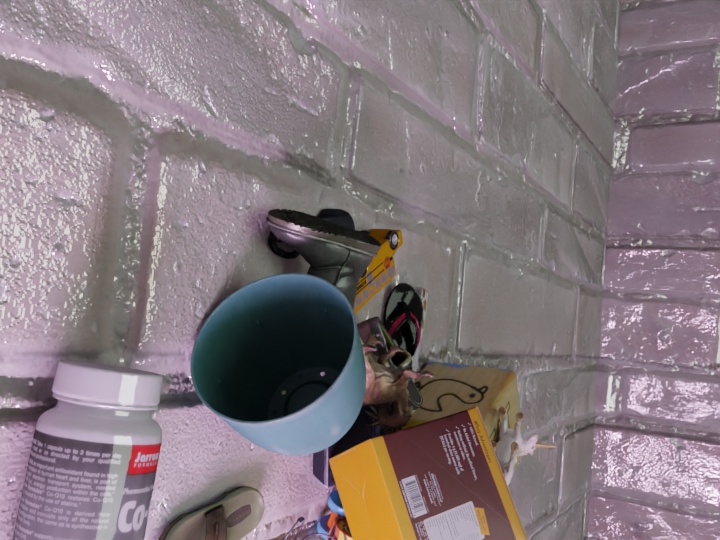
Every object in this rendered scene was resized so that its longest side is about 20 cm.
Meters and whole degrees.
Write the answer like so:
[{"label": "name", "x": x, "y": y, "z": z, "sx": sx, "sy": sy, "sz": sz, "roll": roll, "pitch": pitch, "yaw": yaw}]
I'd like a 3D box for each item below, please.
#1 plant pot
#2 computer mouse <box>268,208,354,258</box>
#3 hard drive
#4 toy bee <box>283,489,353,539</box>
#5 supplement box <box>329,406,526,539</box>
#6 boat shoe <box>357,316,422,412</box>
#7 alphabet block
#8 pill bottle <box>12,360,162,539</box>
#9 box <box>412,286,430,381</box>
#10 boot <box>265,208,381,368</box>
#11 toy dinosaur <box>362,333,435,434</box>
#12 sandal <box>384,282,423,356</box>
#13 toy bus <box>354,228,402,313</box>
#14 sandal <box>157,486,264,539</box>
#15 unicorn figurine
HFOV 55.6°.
[{"label": "plant pot", "x": -0.083, "y": 0.131, "z": 0.837, "sx": 0.161, "sy": 0.199, "sz": 0.201, "roll": 69, "pitch": 37, "yaw": -49}, {"label": "computer mouse", "x": -0.063, "y": -0.054, "z": 0.998, "sx": 0.200, "sy": 0.034, "sz": 0.059, "roll": -23, "pitch": 113, "yaw": -56}, {"label": "hard drive", "x": -0.011, "y": 0.258, "z": 1.099, "sx": 0.200, "sy": 0.042, "sz": 0.136, "roll": -4, "pitch": 96, "yaw": -59}, {"label": "toy bee", "x": -0.018, "y": 0.396, "z": 1.031, "sx": 0.200, "sy": 0.108, "sz": 0.132, "roll": -36, "pitch": 148, "yaw": -46}, {"label": "supplement box", "x": 0.094, "y": 0.327, "z": 0.982, "sx": 0.199, "sy": 0.133, "sz": 0.199, "roll": -7, "pitch": 69, "yaw": -34}, {"label": "boat shoe", "x": 0.055, "y": 0.158, "z": 1.128, "sx": 0.201, "sy": 0.066, "sz": 0.072, "roll": 53, "pitch": 21, "yaw": -24}, {"label": "alphabet block", "x": 0.183, "y": 0.311, "z": 1.287, "sx": 0.200, "sy": 0.194, "sz": 0.198, "roll": -41, "pitch": 124, "yaw": -52}, {"label": "pill bottle", "x": -0.248, "y": 0.191, "z": 0.631, "sx": 0.114, "sy": 0.113, "sz": 0.202, "roll": 21, "pitch": 74, "yaw": -57}, {"label": "box", "x": 0.088, "y": 0.129, "z": 1.257, "sx": 0.039, "sy": 0.041, "sz": 0.202, "roll": 35, "pitch": 62, "yaw": -55}, {"label": "boot", "x": -0.074, "y": 0.031, "z": 0.934, "sx": 0.181, "sy": 0.073, "sz": 0.201, "roll": 19, "pitch": 108, "yaw": -22}, {"label": "toy dinosaur", "x": 0.020, "y": 0.182, "z": 1.049, "sx": 0.199, "sy": 0.086, "sz": 0.136, "roll": 25, "pitch": 99, "yaw": -18}, {"label": "sandal", "x": 0.074, "y": 0.122, "z": 1.199, "sx": 0.075, "sy": 0.045, "sz": 0.202, "roll": 14, "pitch": 80, "yaw": -17}, {"label": "toy bus", "x": 0.000, "y": 0.000, "z": 1.075, "sx": 0.200, "sy": 0.065, "sz": 0.079, "roll": -41, "pitch": 126, "yaw": -50}, {"label": "sandal", "x": -0.174, "y": 0.321, "z": 0.818, "sx": 0.201, "sy": 0.057, "sz": 0.080, "roll": -26, "pitch": 114, "yaw": -56}, {"label": "unicorn figurine", "x": 0.259, "y": 0.306, "z": 1.173, "sx": 0.200, "sy": 0.074, "sz": 0.138, "roll": -38, "pitch": 135, "yaw": -35}]
